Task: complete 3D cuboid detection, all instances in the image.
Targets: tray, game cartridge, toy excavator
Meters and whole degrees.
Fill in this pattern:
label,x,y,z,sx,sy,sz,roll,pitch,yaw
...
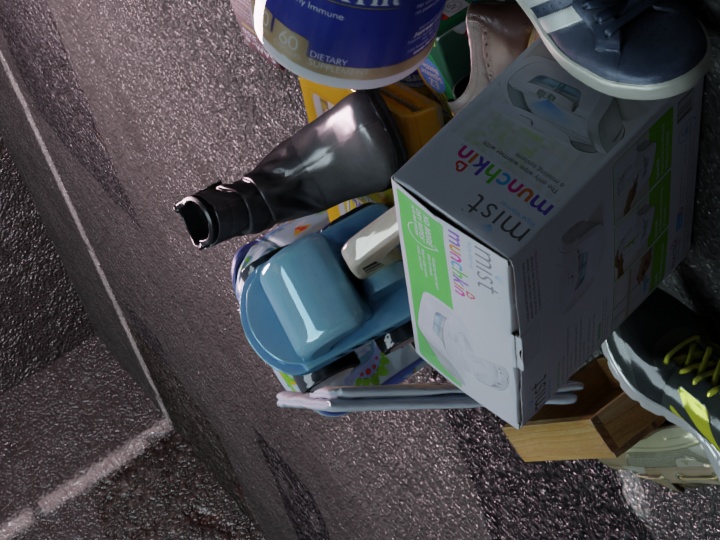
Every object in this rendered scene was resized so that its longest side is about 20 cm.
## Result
label,x,y,z,sx,sy,sz,roll,pitch,yaw
tray,0.179,0.097,1.469,0.037,0.099,0.200,56,166,-3
game cartridge,0.019,-0.049,1.453,0.176,0.032,0.200,36,142,55
toy excavator,0.000,0.000,1.345,0.100,0.194,0.200,63,-171,8

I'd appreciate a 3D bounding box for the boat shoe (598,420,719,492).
label,x,y,z,sx,sy,sz,roll,pitch,yaw
boat shoe,0.224,0.129,1.454,0.065,0.072,0.200,59,160,-2

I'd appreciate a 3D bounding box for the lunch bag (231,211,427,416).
label,x,y,z,sx,sy,sz,roll,pitch,yaw
lunch bag,0.005,0.016,1.667,0.161,0.200,0.082,61,166,-18

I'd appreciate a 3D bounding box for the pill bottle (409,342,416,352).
label,x,y,z,sx,sy,sz,roll,pitch,yaw
pill bottle,0.105,0.022,1.527,0.113,0.112,0.200,59,166,-8

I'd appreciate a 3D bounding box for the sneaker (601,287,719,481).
label,x,y,z,sx,sy,sz,roll,pitch,yaw
sneaker,0.239,0.078,1.317,0.200,0.074,0.085,47,159,5

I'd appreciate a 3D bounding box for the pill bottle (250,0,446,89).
label,x,y,z,sx,sy,sz,roll,pitch,yaw
pill bottle,0.005,-0.209,1.155,0.116,0.116,0.200,50,147,27

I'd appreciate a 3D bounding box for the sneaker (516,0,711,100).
label,x,y,z,sx,sy,sz,roll,pitch,yaw
sneaker,0.119,-0.175,1.134,0.200,0.075,0.085,47,165,34

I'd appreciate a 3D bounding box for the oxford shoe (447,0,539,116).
label,x,y,z,sx,sy,sz,roll,pitch,yaw
oxford shoe,0.096,-0.098,1.325,0.073,0.071,0.200,18,138,15

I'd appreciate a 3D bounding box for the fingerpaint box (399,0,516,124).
label,x,y,z,sx,sy,sz,roll,pitch,yaw
fingerpaint box,0.048,-0.149,1.429,0.200,0.073,0.167,42,159,47

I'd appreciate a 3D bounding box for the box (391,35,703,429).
label,x,y,z,sx,sy,sz,roll,pitch,yaw
box,0.117,-0.030,1.226,0.097,0.176,0.200,37,159,25

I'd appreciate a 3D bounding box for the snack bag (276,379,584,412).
label,x,y,z,sx,sy,sz,roll,pitch,yaw
snack bag,0.047,0.091,1.514,0.200,0.188,0.021,168,100,-76

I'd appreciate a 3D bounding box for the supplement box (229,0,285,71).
label,x,y,z,sx,sy,sz,roll,pitch,yaw
supplement box,-0.057,-0.258,1.470,0.061,0.109,0.200,40,157,47

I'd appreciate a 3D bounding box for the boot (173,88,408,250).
label,x,y,z,sx,sy,sz,roll,pitch,yaw
boot,-0.051,-0.058,1.386,0.070,0.131,0.200,65,160,7
